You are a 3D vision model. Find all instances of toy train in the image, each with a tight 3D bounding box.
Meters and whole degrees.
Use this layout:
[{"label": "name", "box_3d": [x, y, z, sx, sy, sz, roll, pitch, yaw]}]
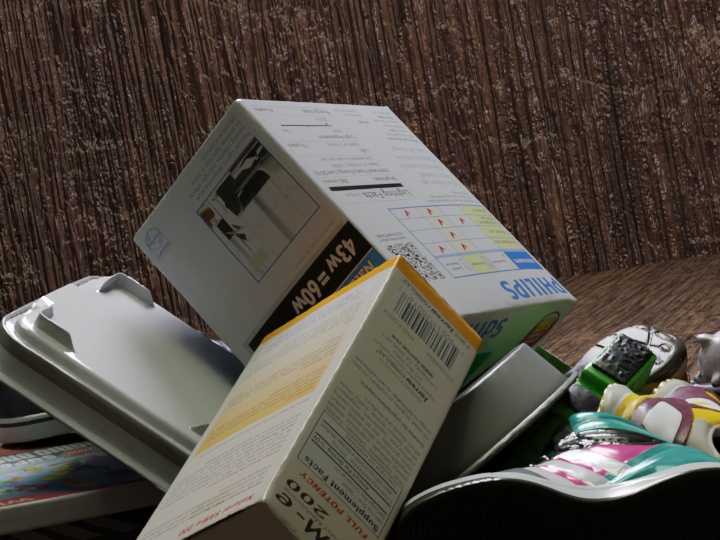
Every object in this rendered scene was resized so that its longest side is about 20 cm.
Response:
[{"label": "toy train", "box_3d": [0.119, 0.103, 1.138, 0.042, 0.056, 0.200, 32, 43, 18]}]

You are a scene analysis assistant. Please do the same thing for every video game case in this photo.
[{"label": "video game case", "box_3d": [-0.202, 0.130, 1.190, 0.143, 0.018, 0.200, -8, 7, -28]}]

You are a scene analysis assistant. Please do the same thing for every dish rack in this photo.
[{"label": "dish rack", "box_3d": [-0.121, 0.068, 1.165, 0.200, 0.044, 0.172, 32, 20, 9]}]

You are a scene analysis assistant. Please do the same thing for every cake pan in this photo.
[{"label": "cake pan", "box_3d": [0.040, 0.110, 1.113, 0.200, 0.037, 0.200, -39, -4, -3]}]

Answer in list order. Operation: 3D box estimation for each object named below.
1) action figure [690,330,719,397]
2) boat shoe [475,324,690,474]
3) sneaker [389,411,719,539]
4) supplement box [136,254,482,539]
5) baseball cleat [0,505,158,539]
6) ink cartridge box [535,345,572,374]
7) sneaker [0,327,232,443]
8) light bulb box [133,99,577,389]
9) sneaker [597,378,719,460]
[{"label": "action figure", "box_3d": [0.296, 0.065, 1.395, 0.200, 0.105, 0.193, -3, -3, 40]}, {"label": "boat shoe", "box_3d": [0.137, 0.115, 1.248, 0.200, 0.074, 0.076, -29, 35, -11]}, {"label": "sneaker", "box_3d": [0.102, 0.125, 1.017, 0.199, 0.084, 0.121, -3, 6, -13]}, {"label": "supplement box", "box_3d": [-0.028, 0.098, 1.005, 0.126, 0.074, 0.200, -31, 19, 41]}, {"label": "baseball cleat", "box_3d": [-0.158, 0.175, 1.142, 0.200, 0.070, 0.106, -21, 21, -29]}, {"label": "ink cartridge box", "box_3d": [0.086, 0.090, 1.417, 0.200, 0.076, 0.148, 32, -16, -3]}, {"label": "sneaker", "box_3d": [-0.152, 0.060, 1.287, 0.199, 0.080, 0.078, -11, 3, -17]}, {"label": "light bulb box", "box_3d": [0.000, 0.000, 1.229, 0.125, 0.200, 0.198, -51, -21, 23]}, {"label": "sneaker", "box_3d": [0.206, 0.114, 1.167, 0.090, 0.075, 0.200, 22, 9, 26]}]
